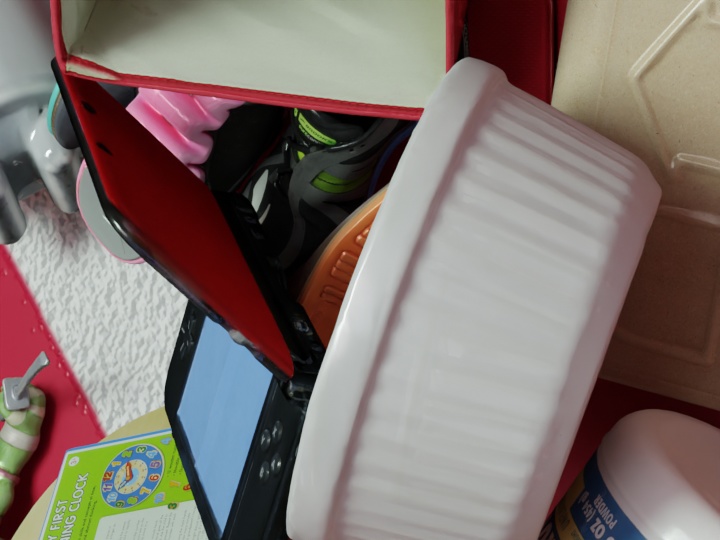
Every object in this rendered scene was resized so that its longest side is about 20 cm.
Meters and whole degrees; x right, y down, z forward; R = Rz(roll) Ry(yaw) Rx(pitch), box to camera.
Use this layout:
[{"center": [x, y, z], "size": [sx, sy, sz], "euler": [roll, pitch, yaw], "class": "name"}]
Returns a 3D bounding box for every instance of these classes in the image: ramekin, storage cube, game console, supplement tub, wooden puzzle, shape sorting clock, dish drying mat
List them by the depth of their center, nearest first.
[{"center": [0.049, 0.026, 0.785], "size": [0.094, 0.202, 0.204], "euler": [20, 98, 7], "class": "ramekin"}, {"center": [0.115, 0.176, 0.828], "size": [0.145, 0.144, 0.201], "euler": [43, 109, 30], "class": "supplement tub"}, {"center": [0.171, -0.030, 0.837], "size": [0.199, 0.046, 0.187], "euler": [17, 112, 23], "class": "wooden puzzle"}, {"center": [-0.031, -0.194, 0.857], "size": [0.198, 0.172, 0.181], "euler": [6, 47, 6], "class": "storage cube"}, {"center": [-0.091, 0.024, 0.885], "size": [0.200, 0.118, 0.174], "euler": [-120, 45, -60], "class": "game console"}, {"center": [0.075, -0.048, 0.923], "size": [0.077, 0.018, 0.202], "euler": [10, 105, 57], "class": "dish drying mat"}, {"center": [-0.105, 0.144, 1.000], "size": [0.199, 0.039, 0.201], "euler": [-19, 40, 16], "class": "shape sorting clock"}]

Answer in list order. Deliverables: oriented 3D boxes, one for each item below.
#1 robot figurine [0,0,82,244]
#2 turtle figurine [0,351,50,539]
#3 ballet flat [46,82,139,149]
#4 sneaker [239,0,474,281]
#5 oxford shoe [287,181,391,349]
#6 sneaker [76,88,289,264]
[{"center": [-0.220, -0.114, 1.110], "size": [0.169, 0.113, 0.201], "euler": [-24, 66, -12], "class": "robot figurine"}, {"center": [-0.256, 0.086, 1.103], "size": [0.193, 0.201, 0.144], "euler": [30, 68, 37], "class": "turtle figurine"}, {"center": [-0.093, -0.146, 1.039], "size": [0.073, 0.073, 0.201], "euler": [19, 79, 34], "class": "ballet flat"}, {"center": [-0.017, -0.067, 0.982], "size": [0.200, 0.082, 0.071], "euler": [-51, 60, 21], "class": "sneaker"}, {"center": [0.000, 0.000, 0.955], "size": [0.200, 0.071, 0.073], "euler": [-47, 27, 25], "class": "oxford shoe"}, {"center": [-0.064, -0.092, 1.007], "size": [0.079, 0.095, 0.200], "euler": [49, 120, 20], "class": "sneaker"}]
